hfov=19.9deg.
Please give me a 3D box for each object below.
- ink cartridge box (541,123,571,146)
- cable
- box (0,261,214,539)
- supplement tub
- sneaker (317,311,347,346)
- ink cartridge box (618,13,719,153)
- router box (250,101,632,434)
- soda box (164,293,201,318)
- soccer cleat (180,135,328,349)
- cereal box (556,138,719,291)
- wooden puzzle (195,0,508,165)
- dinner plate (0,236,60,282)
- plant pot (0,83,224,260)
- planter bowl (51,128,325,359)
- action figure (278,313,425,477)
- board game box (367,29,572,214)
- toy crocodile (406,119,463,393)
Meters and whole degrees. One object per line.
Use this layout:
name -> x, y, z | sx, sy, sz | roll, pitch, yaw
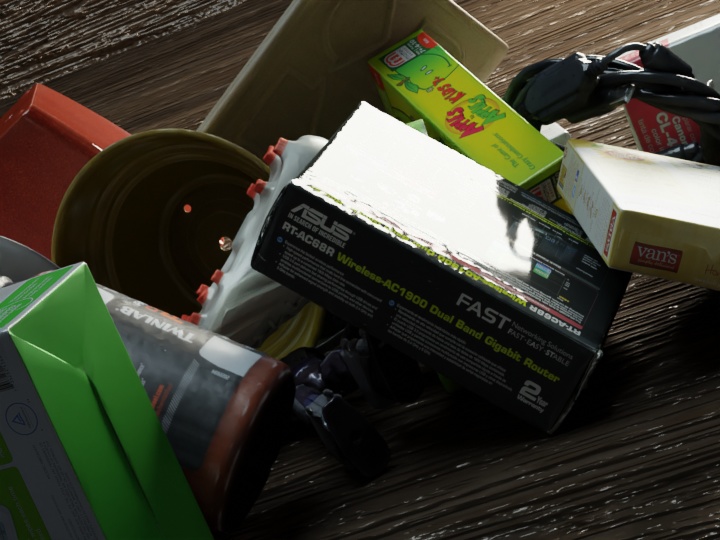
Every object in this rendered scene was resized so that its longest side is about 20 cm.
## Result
ink cartridge box -> 0.096, -0.071, 1.560 | 0.117, 0.068, 0.200 | -25, 15, -2
cable -> 0.180, -0.093, 1.364 | 0.200, 0.162, 0.051 | -31, 43, 62
box -> -0.195, 0.123, 1.092 | 0.176, 0.201, 0.097 | -17, 16, 26
supplement tub -> -0.144, 0.066, 1.164 | 0.199, 0.107, 0.107 | 22, 29, 10
sneaker -> 0.000, 0.000, 1.420 | 0.200, 0.090, 0.067 | -9, 21, 43
ink cartridge box -> 0.285, -0.149, 1.471 | 0.199, 0.086, 0.148 | -20, 4, 12
router box -> 0.053, -0.006, 1.187 | 0.062, 0.199, 0.150 | -64, -5, 27
soda box -> -0.106, 0.037, 1.509 | 0.200, 0.064, 0.068 | -32, 16, -27
soccer cleat -> -0.057, 0.011, 1.286 | 0.201, 0.077, 0.069 | -63, 10, -7
cereal box -> 0.198, -0.028, 1.188 | 0.143, 0.040, 0.200 | 11, 15, -5
wooden puzzle -> -0.010, -0.131, 1.455 | 0.186, 0.200, 0.046 | -52, 47, 7
dinner plate -> -0.262, 0.061, 1.411 | 0.199, 0.201, 0.024 | -17, 28, 23
plant pot -> -0.243, -0.032, 1.621 | 0.200, 0.176, 0.200 | -44, 14, 5
planter bowl -> -0.105, -0.008, 1.409 | 0.200, 0.201, 0.083 | -17, 11, 22
action figure -> -0.026, 0.069, 1.266 | 0.130, 0.069, 0.200 | -47, 17, -15
board game box -> 0.082, -0.072, 1.380 | 0.047, 0.102, 0.200 | -31, 40, -10
toy crocodile -> 0.045, -0.012, 1.298 | 0.067, 0.062, 0.201 | -13, 60, 5
